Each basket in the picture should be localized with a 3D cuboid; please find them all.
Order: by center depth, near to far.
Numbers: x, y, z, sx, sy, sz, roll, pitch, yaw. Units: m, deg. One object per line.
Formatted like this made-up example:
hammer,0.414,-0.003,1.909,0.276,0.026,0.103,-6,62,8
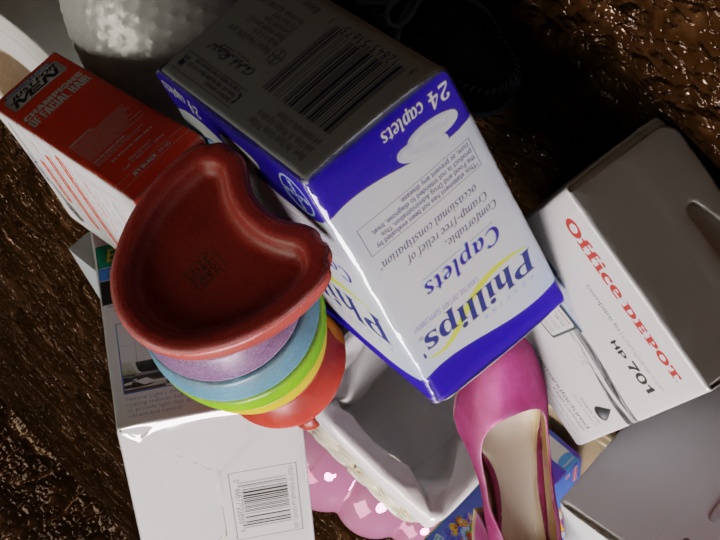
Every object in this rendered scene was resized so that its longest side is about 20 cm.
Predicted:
basket,0.060,0.071,1.290,0.136,0.200,0.123,44,166,2

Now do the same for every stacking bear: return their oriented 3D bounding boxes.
stacking bear,-0.064,0.034,1.065,0.121,0.114,0.200,44,173,26

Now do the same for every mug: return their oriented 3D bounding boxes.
mug,-0.105,-0.176,1.229,0.199,0.148,0.176,-16,120,34

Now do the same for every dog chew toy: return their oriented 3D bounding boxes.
dog chew toy,0.012,0.197,1.725,0.199,0.125,0.125,34,158,4

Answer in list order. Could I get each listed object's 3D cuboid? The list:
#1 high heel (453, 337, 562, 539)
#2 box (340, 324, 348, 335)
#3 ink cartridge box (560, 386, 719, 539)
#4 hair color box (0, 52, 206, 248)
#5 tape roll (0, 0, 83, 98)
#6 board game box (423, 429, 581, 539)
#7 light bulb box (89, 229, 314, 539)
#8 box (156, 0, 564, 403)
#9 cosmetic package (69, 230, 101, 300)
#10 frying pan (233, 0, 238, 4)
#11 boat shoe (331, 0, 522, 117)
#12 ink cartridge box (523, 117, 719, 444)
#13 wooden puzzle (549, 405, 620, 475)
high heel,0.105,0.138,1.161,0.096,0.067,0.201,-129,35,-49
box,0.000,0.000,1.331,0.036,0.144,0.200,39,158,13
ink cartridge box,0.240,0.194,1.245,0.144,0.145,0.201,32,155,29
hair color box,-0.148,-0.059,1.169,0.200,0.064,0.111,30,158,47
tape roll,-0.206,-0.174,1.398,0.202,0.139,0.203,37,158,17
board game box,0.115,0.222,1.451,0.045,0.134,0.201,39,159,23
light bulb box,-0.112,0.089,1.284,0.199,0.124,0.201,87,171,-46
box,-0.001,-0.050,1.072,0.184,0.105,0.200,39,166,48
cosmetic package,-0.113,-0.021,1.422,0.052,0.200,0.151,34,157,41
frying pan,-0.010,-0.150,1.179,0.031,0.189,0.116,49,126,45
boat shoe,0.014,-0.169,1.077,0.199,0.084,0.069,37,147,7
ink cartridge box,0.160,0.013,1.117,0.147,0.086,0.200,55,160,3
wooden puzzle,0.154,0.133,1.456,0.200,0.037,0.185,41,160,23
